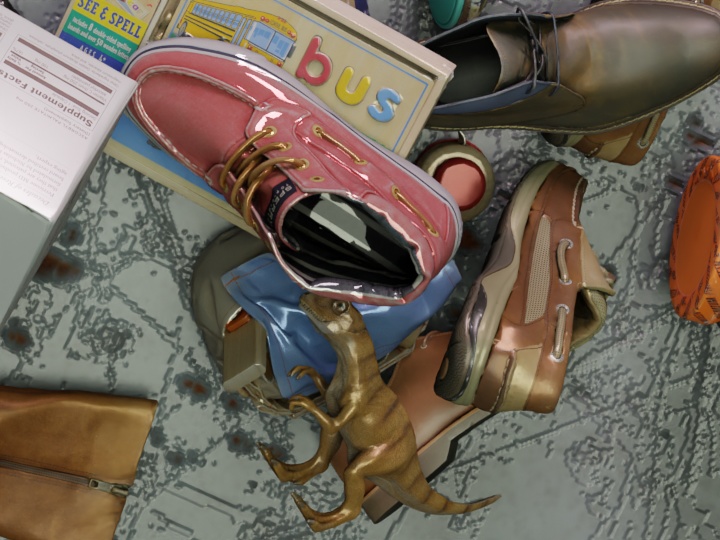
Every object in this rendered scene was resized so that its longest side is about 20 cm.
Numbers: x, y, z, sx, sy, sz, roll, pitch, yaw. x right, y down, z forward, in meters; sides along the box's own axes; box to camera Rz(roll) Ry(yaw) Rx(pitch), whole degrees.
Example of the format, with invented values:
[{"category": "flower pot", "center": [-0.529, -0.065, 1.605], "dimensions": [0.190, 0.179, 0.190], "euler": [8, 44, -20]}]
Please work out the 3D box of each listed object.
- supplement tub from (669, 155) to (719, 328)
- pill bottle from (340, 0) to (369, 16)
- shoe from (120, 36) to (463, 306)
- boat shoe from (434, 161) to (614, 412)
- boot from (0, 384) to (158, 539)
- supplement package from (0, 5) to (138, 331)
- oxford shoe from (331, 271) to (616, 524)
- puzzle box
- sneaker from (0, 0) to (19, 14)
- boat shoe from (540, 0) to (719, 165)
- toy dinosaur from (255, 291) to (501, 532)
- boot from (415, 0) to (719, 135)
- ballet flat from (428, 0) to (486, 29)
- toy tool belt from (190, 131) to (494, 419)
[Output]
[{"category": "supplement tub", "center": [0.287, -0.003, 1.669], "dimensions": [0.199, 0.123, 0.123], "euler": [10, 97, -11]}, {"category": "pill bottle", "center": [-0.055, -0.163, 1.592], "dimensions": [0.115, 0.116, 0.201], "euler": [-9, 101, -8]}, {"category": "shoe", "center": [-0.042, -0.051, 1.483], "dimensions": [0.200, 0.091, 0.072], "euler": [31, 109, 1]}, {"category": "boat shoe", "center": [0.100, 0.016, 1.603], "dimensions": [0.074, 0.200, 0.076], "euler": [20, 130, 5]}, {"category": "boot", "center": [-0.211, 0.064, 1.627], "dimensions": [0.199, 0.068, 0.189], "euler": [13, 96, -12]}, {"category": "supplement package", "center": [-0.245, -0.068, 1.507], "dimensions": [0.200, 0.156, 0.111], "euler": [30, 51, -4]}, {"category": "oxford shoe", "center": [0.062, 0.055, 1.673], "dimensions": [0.200, 0.071, 0.071], "euler": [-40, 81, -6]}, {"category": "puzzle box", "center": [-0.065, -0.098, 1.536], "dimensions": [0.200, 0.025, 0.133], "euler": [28, 108, 2]}, {"category": "sneaker", "center": [-0.215, -0.138, 1.593], "dimensions": [0.200, 0.070, 0.100], "euler": [30, 91, -13]}, {"category": "boat shoe", "center": [0.176, -0.152, 1.658], "dimensions": [0.074, 0.076, 0.200], "euler": [26, 102, -17]}, {"category": "toy dinosaur", "center": [0.009, 0.101, 1.580], "dimensions": [0.106, 0.060, 0.200], "euler": [-33, 127, -6]}, {"category": "boot", "center": [0.106, -0.108, 1.578], "dimensions": [0.199, 0.097, 0.075], "euler": [-9, 92, 12]}, {"category": "ballet flat", "center": [0.066, -0.236, 1.626], "dimensions": [0.072, 0.072, 0.201], "euler": [-9, 102, -8]}, {"category": "toy tool belt", "center": [0.000, 0.000, 1.622], "dimensions": [0.200, 0.123, 0.125], "euler": [-35, 103, -3]}]
